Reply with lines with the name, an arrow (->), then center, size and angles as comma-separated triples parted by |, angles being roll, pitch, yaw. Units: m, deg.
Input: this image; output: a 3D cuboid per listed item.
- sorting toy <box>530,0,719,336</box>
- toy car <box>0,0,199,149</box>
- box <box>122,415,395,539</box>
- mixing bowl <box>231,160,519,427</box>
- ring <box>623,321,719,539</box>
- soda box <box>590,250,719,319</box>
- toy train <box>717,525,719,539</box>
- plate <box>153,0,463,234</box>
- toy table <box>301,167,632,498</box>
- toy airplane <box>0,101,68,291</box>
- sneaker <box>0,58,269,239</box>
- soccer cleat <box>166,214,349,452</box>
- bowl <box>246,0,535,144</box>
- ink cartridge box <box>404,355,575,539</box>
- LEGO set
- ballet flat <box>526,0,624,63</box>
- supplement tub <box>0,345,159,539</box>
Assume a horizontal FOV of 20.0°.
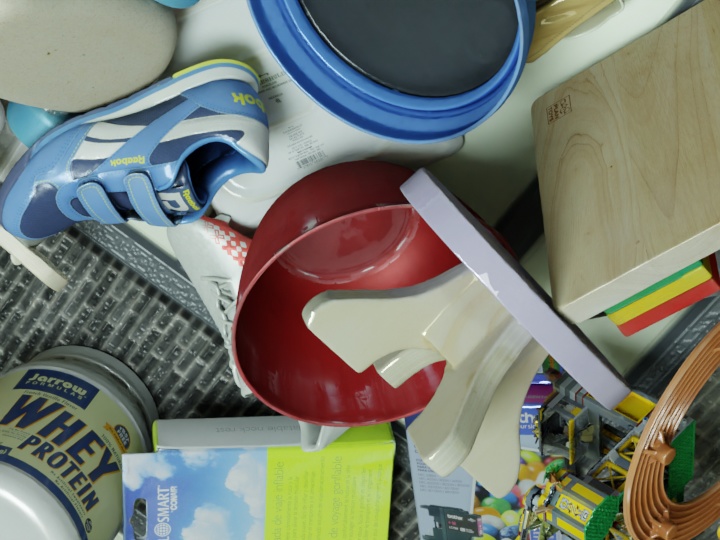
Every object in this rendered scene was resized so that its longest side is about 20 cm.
sorting toy -> 0.212, -0.069, 1.261 | 0.199, 0.200, 0.070 | -30, 126, 24
toy car -> -0.226, -0.210, 1.354 | 0.184, 0.177, 0.200 | -47, 57, 31
box -> -0.077, 0.170, 1.522 | 0.200, 0.048, 0.122 | -1, 119, -7
mixing bowl -> 0.000, 0.000, 1.390 | 0.200, 0.108, 0.200 | -9, 132, -10
ring -> 0.245, 0.101, 1.345 | 0.019, 0.200, 0.201 | 34, 128, 35
soda box -> 0.234, -0.026, 1.350 | 0.200, 0.063, 0.071 | -12, 113, 22
toy train -> 0.307, 0.197, 1.412 | 0.150, 0.056, 0.200 | 3, 135, -33
plate -> -0.058, -0.130, 1.403 | 0.199, 0.032, 0.200 | -20, 110, 25
toy table -> 0.064, 0.045, 1.270 | 0.117, 0.184, 0.200 | -44, 101, 6
toy airplane -> -0.304, -0.080, 1.436 | 0.199, 0.141, 0.200 | 25, 154, 35
sneaker -> -0.150, -0.065, 1.360 | 0.200, 0.074, 0.082 | -27, 63, 7
soccer cleat -> -0.073, 0.043, 1.462 | 0.200, 0.085, 0.069 | 48, 145, -13
bowl -> 0.019, -0.176, 1.286 | 0.200, 0.039, 0.201 | 19, 132, 21
ink cartridge box -> 0.097, 0.146, 1.500 | 0.119, 0.042, 0.200 | 1, 116, 17
LEGO set -> 0.145, 0.160, 1.395 | 0.116, 0.154, 0.200 | 28, 151, 32
ballet flat -> 0.161, -0.196, 1.292 | 0.200, 0.069, 0.063 | -29, 134, 30
supplement tub -> -0.240, 0.157, 1.514 | 0.145, 0.200, 0.145 | 7, 119, 14
